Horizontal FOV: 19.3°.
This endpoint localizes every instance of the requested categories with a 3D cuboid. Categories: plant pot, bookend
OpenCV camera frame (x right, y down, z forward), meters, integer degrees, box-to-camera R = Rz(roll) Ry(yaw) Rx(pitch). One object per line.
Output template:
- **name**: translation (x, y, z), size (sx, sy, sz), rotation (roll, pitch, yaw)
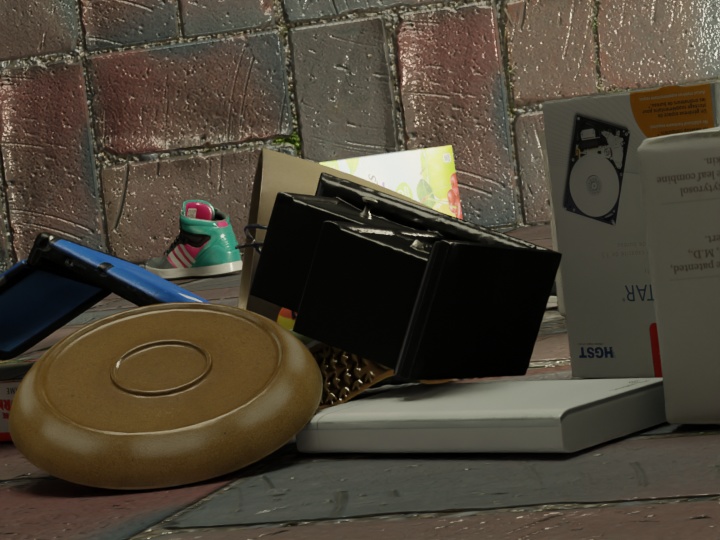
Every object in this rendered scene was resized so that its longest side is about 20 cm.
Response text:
- **plant pot**: translation (0.000, 0.000, 1.830), size (0.198, 0.189, 0.187), rotation (7, 2, -5)
- **plant pot**: translation (-0.123, 0.070, 1.325), size (0.198, 0.028, 0.200), rotation (-4, 29, 2)
- **bookend**: translation (0.003, -0.001, 1.429), size (0.199, 0.093, 0.198), rotation (20, 7, 26)

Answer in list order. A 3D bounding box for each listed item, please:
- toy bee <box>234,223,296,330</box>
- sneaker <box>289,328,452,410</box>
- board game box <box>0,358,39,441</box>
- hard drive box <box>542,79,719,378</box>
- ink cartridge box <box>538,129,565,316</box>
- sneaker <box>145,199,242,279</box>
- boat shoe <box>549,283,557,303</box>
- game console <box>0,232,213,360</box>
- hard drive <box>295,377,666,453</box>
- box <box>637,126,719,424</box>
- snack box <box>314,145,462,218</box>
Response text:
- **toy bee**: translation (-0.034, 0.051, 1.672), size (0.199, 0.109, 0.131), rotation (20, -19, -29)
- **sneaker**: translation (0.000, 0.057, 1.585), size (0.199, 0.068, 0.090), rotation (-14, 13, -40)
- **board game box**: translation (-0.262, 0.097, 1.627), size (0.199, 0.047, 0.151), rotation (-5, 4, 25)
- **hard drive box**: translation (0.218, -0.029, 1.482), size (0.077, 0.202, 0.155), rotation (-11, 5, -44)
- **ink cartridge box**: translation (0.254, -0.049, 1.908), size (0.045, 0.178, 0.199), rotation (-9, 5, -41)
- **sneaker**: translation (-0.271, -0.050, 3.349), size (0.199, 0.122, 0.083), rotation (-4, 5, 40)
- **boat shoe**: translation (0.265, -0.001, 2.057), size (0.199, 0.061, 0.076), rotation (-5, 4, 25)
- **game console**: translation (-0.205, 0.046, 1.586), size (0.170, 0.119, 0.200), rotation (26, 1, 13)
- **hard drive**: translation (0.077, 0.088, 1.290), size (0.199, 0.027, 0.132), rotation (-4, 5, 40)
- **box**: translation (0.292, -0.010, 1.268), size (0.199, 0.173, 0.199), rotation (-6, 4, 25)
- **snack box**: translation (0.022, -0.039, 2.264), size (0.199, 0.170, 0.067), rotation (-11, 2, -41)
